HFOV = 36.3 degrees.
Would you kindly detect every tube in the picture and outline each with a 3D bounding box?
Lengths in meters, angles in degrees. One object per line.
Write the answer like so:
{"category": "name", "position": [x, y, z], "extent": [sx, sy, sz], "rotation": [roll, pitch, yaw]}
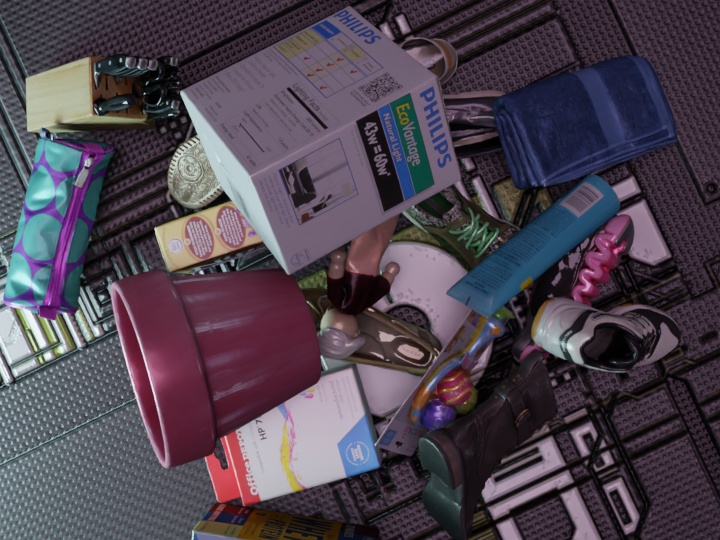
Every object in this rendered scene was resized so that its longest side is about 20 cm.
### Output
{"category": "tube", "position": [0.183, -0.024, 1.144], "extent": [0.200, 0.077, 0.051], "rotation": [-37, 116, -15]}

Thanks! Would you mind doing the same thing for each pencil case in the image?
{"category": "pencil case", "position": [-0.337, -0.051, 1.223], "extent": [0.085, 0.092, 0.202], "rotation": [11, 93, -35]}

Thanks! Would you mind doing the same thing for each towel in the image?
{"category": "towel", "position": [0.244, -0.162, 1.184], "extent": [0.199, 0.049, 0.112], "rotation": [-20, 88, -20]}

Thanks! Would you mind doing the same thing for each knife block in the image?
{"category": "knife block", "position": [-0.285, -0.192, 1.177], "extent": [0.198, 0.176, 0.065], "rotation": [-1, 89, 3]}

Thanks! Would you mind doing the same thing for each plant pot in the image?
{"category": "plant pot", "position": [-0.145, 0.082, 1.133], "extent": [0.178, 0.200, 0.202], "rotation": [-17, 90, -17]}

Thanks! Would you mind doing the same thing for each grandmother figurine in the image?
{"category": "grandmother figurine", "position": [0.000, 0.000, 1.165], "extent": [0.060, 0.121, 0.201], "rotation": [26, 100, 45]}

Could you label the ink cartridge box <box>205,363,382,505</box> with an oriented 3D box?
{"category": "ink cartridge box", "position": [-0.085, 0.187, 1.225], "extent": [0.198, 0.067, 0.117], "rotation": [-17, 89, 3]}

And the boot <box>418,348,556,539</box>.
{"category": "boot", "position": [0.150, 0.198, 1.202], "extent": [0.174, 0.201, 0.069], "rotation": [-32, 48, -24]}

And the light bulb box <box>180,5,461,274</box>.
{"category": "light bulb box", "position": [-0.040, -0.134, 1.077], "extent": [0.199, 0.198, 0.125], "rotation": [-28, 131, -11]}

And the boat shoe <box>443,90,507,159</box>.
{"category": "boat shoe", "position": [0.077, -0.150, 1.205], "extent": [0.198, 0.063, 0.073], "rotation": [-9, 135, -1]}

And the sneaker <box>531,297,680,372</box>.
{"category": "sneaker", "position": [0.276, 0.081, 1.163], "extent": [0.199, 0.088, 0.076], "rotation": [4, 109, -32]}

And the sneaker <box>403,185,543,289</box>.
{"category": "sneaker", "position": [0.111, -0.046, 1.194], "extent": [0.199, 0.089, 0.077], "rotation": [35, 95, 11]}

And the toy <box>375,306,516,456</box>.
{"category": "toy", "position": [0.105, 0.123, 1.189], "extent": [0.047, 0.115, 0.201], "rotation": [32, 90, 28]}

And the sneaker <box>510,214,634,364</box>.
{"category": "sneaker", "position": [0.216, 0.009, 1.218], "extent": [0.095, 0.079, 0.201], "rotation": [34, 91, 24]}

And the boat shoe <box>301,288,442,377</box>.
{"category": "boat shoe", "position": [-0.003, 0.070, 1.222], "extent": [0.199, 0.063, 0.074], "rotation": [21, 91, 2]}

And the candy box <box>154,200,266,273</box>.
{"category": "candy box", "position": [-0.113, -0.052, 1.200], "extent": [0.199, 0.117, 0.057], "rotation": [-20, 89, 2]}

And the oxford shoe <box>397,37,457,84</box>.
{"category": "oxford shoe", "position": [0.015, -0.206, 1.223], "extent": [0.199, 0.058, 0.076], "rotation": [-24, 92, 4]}

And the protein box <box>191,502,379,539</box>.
{"category": "protein box", "position": [-0.089, 0.380, 1.192], "extent": [0.197, 0.135, 0.202], "rotation": [8, 91, 3]}

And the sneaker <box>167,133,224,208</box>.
{"category": "sneaker", "position": [-0.139, -0.160, 1.231], "extent": [0.070, 0.109, 0.200], "rotation": [37, 122, -1]}
